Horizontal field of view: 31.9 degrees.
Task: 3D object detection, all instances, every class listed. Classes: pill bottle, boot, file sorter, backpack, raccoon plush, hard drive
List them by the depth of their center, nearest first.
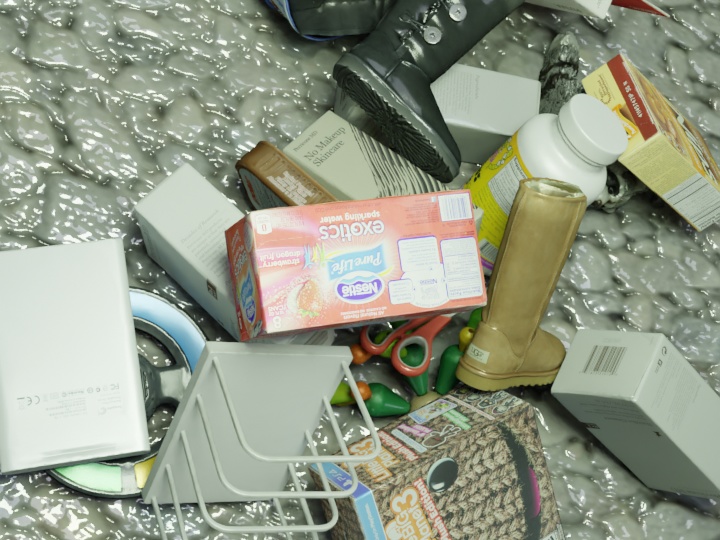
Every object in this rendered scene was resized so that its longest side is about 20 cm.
[{"bbox_3d":[-0.088,0.177,1.099,0.138,0.201,0.125,4,41,-29],"label":"file sorter"},{"bbox_3d":[-0.270,0.076,1.152,0.131,0.025,0.202,-7,74,-13],"label":"hard drive"},{"bbox_3d":[0.177,0.012,1.220,0.066,0.175,0.202,27,109,28],"label":"boot"},{"bbox_3d":[0.093,-0.211,1.251,0.165,0.066,0.200,46,69,-11],"label":"boot"},{"bbox_3d":[0.176,-0.087,1.272,0.104,0.200,0.105,23,45,-24],"label":"pill bottle"},{"bbox_3d":[-0.018,-0.334,1.288,0.190,0.201,0.154,-29,45,-26],"label":"backpack"},{"bbox_3d":[0.263,-0.161,1.392,0.133,0.097,0.201,26,70,-19],"label":"raccoon plush"}]

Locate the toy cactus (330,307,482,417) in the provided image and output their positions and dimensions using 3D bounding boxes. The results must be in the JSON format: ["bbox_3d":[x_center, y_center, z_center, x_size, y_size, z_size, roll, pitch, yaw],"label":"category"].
[{"bbox_3d":[0.050,0.111,1.263,0.199,0.102,0.166,-25,104,-24],"label":"toy cactus"}]

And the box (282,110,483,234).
[{"bbox_3d":[0.019,-0.068,1.253,0.199,0.069,0.082,34,57,18],"label":"box"}]

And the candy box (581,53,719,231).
[{"bbox_3d":[0.321,-0.133,1.345,0.199,0.055,0.116,28,37,-46],"label":"candy box"}]

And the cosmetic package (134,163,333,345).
[{"bbox_3d":[-0.116,0.004,1.178,0.200,0.102,0.074,40,70,18],"label":"cosmetic package"}]

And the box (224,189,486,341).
[{"bbox_3d":[-0.005,-0.003,1.069,0.198,0.095,0.104,-8,85,-20],"label":"box"}]

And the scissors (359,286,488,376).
[{"bbox_3d":[0.079,0.035,1.234,0.073,0.014,0.200,40,51,15],"label":"scissors"}]

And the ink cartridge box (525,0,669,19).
[{"bbox_3d":[0.200,-0.302,1.337,0.175,0.200,0.045,22,96,-36],"label":"ink cartridge box"}]

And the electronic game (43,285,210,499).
[{"bbox_3d":[-0.227,0.112,1.185,0.198,0.042,0.202,4,76,-17],"label":"electronic game"}]

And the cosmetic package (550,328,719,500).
[{"bbox_3d":[0.297,0.146,1.273,0.200,0.112,0.082,43,65,-29],"label":"cosmetic package"}]

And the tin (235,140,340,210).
[{"bbox_3d":[-0.049,-0.047,1.202,0.042,0.112,0.200,-36,55,-18],"label":"tin"}]

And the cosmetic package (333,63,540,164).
[{"bbox_3d":[0.079,-0.169,1.325,0.198,0.102,0.075,10,74,-14],"label":"cosmetic package"}]

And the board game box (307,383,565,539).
[{"bbox_3d":[0.075,0.224,1.196,0.199,0.097,0.161,-25,110,-22],"label":"board game box"}]
